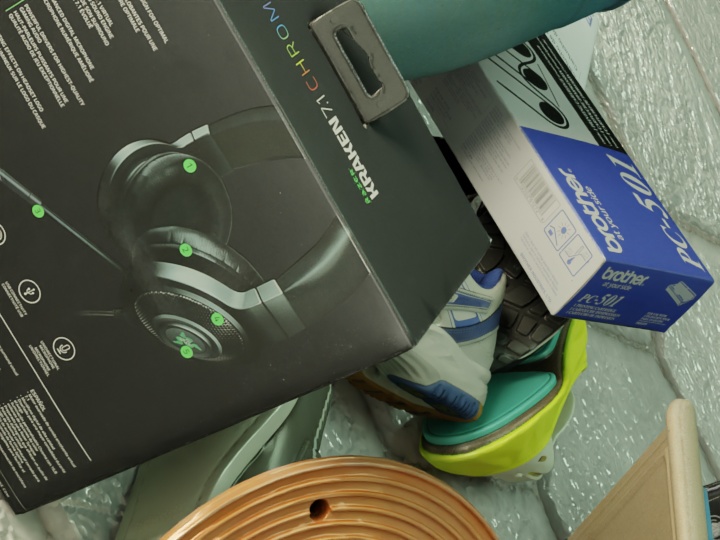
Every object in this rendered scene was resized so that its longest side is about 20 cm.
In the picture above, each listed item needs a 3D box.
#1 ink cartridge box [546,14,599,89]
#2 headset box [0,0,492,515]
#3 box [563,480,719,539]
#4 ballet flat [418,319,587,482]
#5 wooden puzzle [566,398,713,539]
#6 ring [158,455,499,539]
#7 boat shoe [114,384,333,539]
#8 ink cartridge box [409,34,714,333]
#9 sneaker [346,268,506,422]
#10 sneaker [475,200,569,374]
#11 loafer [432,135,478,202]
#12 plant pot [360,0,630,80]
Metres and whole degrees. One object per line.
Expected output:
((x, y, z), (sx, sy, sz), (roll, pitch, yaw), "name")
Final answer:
((0.082, -0.185, 1.164), (0.200, 0.040, 0.200), (52, 32, -23), "ink cartridge box")
((-0.075, -0.034, 0.632), (0.175, 0.199, 0.093), (59, 30, -10), "headset box")
((0.213, 0.218, 0.986), (0.115, 0.132, 0.201), (-10, 77, -58), "box")
((0.087, 0.074, 0.963), (0.200, 0.066, 0.067), (-50, 129, -60), "ballet flat")
((0.129, 0.187, 0.840), (0.037, 0.200, 0.186), (11, 51, -10), "wooden puzzle")
((-0.023, 0.162, 0.644), (0.199, 0.019, 0.202), (-10, 109, -31), "ring")
((-0.053, 0.100, 0.703), (0.060, 0.072, 0.202), (52, 38, -22), "boat shoe")
((0.096, -0.060, 0.932), (0.094, 0.044, 0.201), (9, 42, -45), "ink cartridge box")
((0.000, 0.000, 0.833), (0.200, 0.075, 0.089), (36, 68, -51), "sneaker")
((0.088, -0.003, 0.995), (0.075, 0.088, 0.200), (23, 48, 3), "sneaker")
((-0.001, -0.051, 0.896), (0.200, 0.071, 0.073), (-9, 76, -60), "loafer")
((0.006, -0.175, 0.846), (0.200, 0.187, 0.200), (54, -17, 24), "plant pot")
